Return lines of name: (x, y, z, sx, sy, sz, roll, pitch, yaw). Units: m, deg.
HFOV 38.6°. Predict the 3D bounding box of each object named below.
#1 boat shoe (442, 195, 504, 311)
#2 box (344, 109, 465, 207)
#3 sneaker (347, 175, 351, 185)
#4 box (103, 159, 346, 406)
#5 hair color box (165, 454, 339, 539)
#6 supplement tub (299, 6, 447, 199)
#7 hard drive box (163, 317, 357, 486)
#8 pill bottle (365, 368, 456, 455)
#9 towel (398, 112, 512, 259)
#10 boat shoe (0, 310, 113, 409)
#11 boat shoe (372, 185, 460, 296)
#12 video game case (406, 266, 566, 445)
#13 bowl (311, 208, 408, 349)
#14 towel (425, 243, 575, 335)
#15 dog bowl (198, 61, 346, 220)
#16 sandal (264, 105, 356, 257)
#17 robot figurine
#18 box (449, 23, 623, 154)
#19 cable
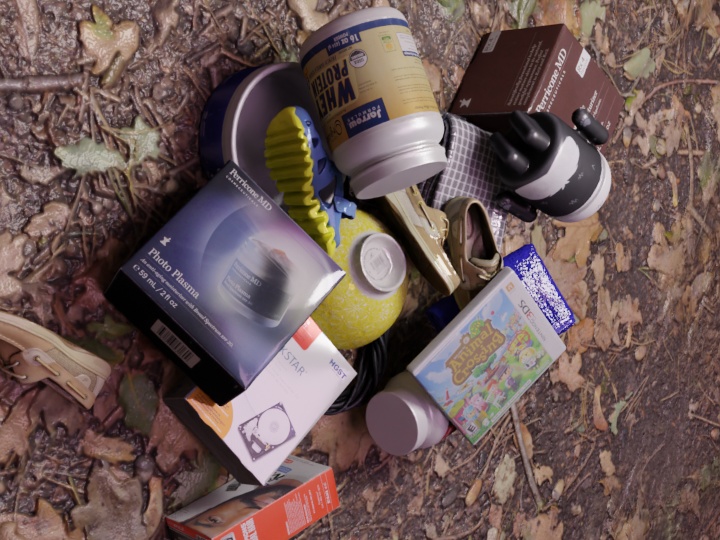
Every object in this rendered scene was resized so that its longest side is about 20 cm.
boat shoe: (0.167, -0.005, 1.437, 0.071, 0.065, 0.202, -16, 100, -18)
box: (0.066, -0.166, 1.517, 0.199, 0.049, 0.163, 7, 92, -43)
sneaker: (0.032, -0.180, 1.395, 0.200, 0.073, 0.083, -52, 127, -47)
box: (-0.161, 0.015, 1.227, 0.200, 0.123, 0.199, 44, 62, -6)
hair color box: (-0.138, 0.314, 1.338, 0.199, 0.110, 0.065, -26, 110, -39)
supplement tub: (0.018, -0.203, 1.263, 0.144, 0.144, 0.202, -14, 81, -41)
hard drive box: (-0.127, 0.149, 1.327, 0.156, 0.077, 0.200, 50, 61, -16)
pill bottle: (0.102, 0.194, 1.524, 0.199, 0.115, 0.117, -21, 109, -50)
towel: (0.147, -0.113, 1.511, 0.165, 0.085, 0.202, 13, 89, -44)
boat shoe: (-0.362, 0.096, 1.132, 0.200, 0.071, 0.065, 36, 70, -41)
boat shoe: (0.085, -0.061, 1.403, 0.066, 0.074, 0.201, -29, 77, -13)
video game case: (0.181, 0.123, 1.445, 0.200, 0.022, 0.182, -44, 125, -6)
bowl: (0.000, 0.000, 1.399, 0.199, 0.107, 0.202, 11, 71, -36)
towel: (0.211, 0.069, 1.506, 0.199, 0.050, 0.149, -33, 96, -16)
dog bowl: (-0.108, -0.166, 1.334, 0.199, 0.078, 0.202, -5, 98, -42)
sandal: (-0.059, -0.115, 1.287, 0.087, 0.079, 0.202, -39, 127, -37)
robot figurine: (0.274, -0.151, 1.485, 0.199, 0.149, 0.126, 28, 61, -37)
box: (0.280, -0.257, 1.626, 0.200, 0.163, 0.167, 38, 70, -38)
cable: (-0.026, 0.105, 1.460, 0.163, 0.051, 0.202, 27, 77, -41)
